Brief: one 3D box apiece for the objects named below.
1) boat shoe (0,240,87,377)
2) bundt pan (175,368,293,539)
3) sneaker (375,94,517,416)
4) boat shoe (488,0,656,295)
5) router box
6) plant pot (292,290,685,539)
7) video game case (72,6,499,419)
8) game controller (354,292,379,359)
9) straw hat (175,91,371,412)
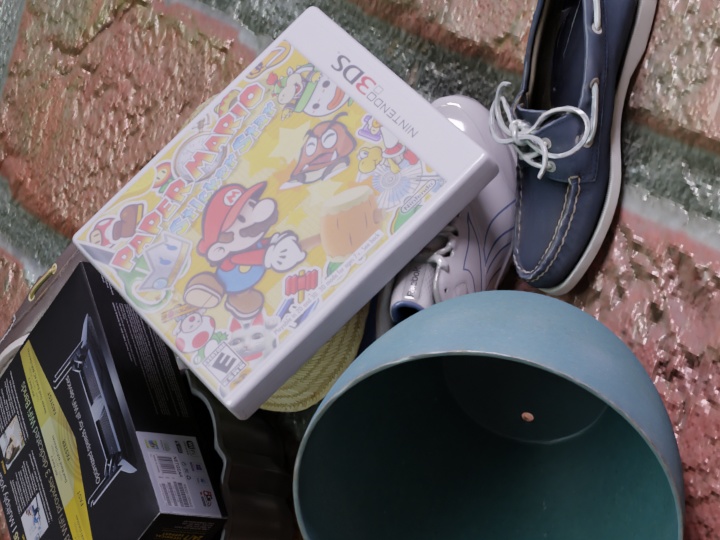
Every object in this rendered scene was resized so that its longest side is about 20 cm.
[{"bbox_3d":[-0.199,0.026,1.919,0.200,0.072,0.060,-45,43,35],"label":"boat shoe"},{"bbox_3d":[-0.111,0.159,1.760,0.202,0.076,0.202,-15,71,51],"label":"bundt pan"},{"bbox_3d":[0.047,-0.003,1.552,0.074,0.087,0.200,1,80,20],"label":"sneaker"},{"bbox_3d":[0.111,-0.087,1.521,0.075,0.062,0.200,26,104,51],"label":"boat shoe"},{"bbox_3d":[-0.166,0.120,1.735,0.157,0.052,0.200,-51,45,36],"label":"router box"},{"bbox_3d":[0.077,0.087,1.448,0.200,0.200,0.135,-51,10,35],"label":"plant pot"},{"bbox_3d":[-0.046,-0.037,1.564,0.200,0.023,0.182,-45,49,-2],"label":"video game case"},{"bbox_3d":[0.000,0.000,1.673,0.104,0.042,0.200,-42,50,41],"label":"game controller"},{"bbox_3d":[-0.086,-0.006,1.649,0.201,0.085,0.201,12,107,43],"label":"straw hat"}]
